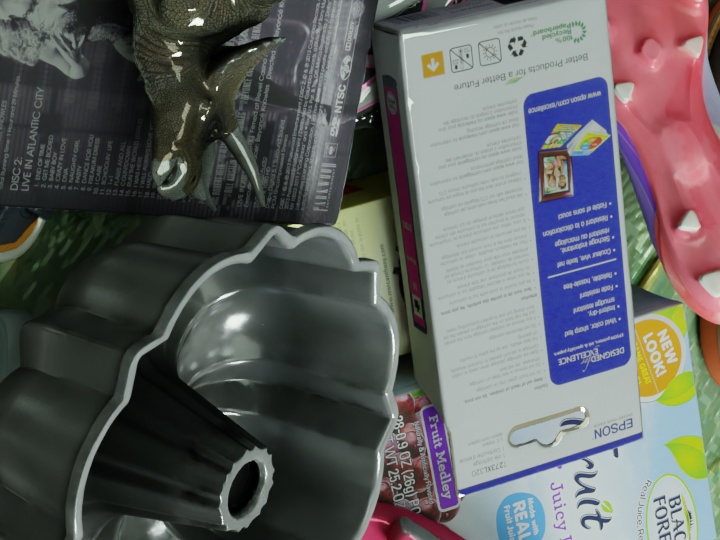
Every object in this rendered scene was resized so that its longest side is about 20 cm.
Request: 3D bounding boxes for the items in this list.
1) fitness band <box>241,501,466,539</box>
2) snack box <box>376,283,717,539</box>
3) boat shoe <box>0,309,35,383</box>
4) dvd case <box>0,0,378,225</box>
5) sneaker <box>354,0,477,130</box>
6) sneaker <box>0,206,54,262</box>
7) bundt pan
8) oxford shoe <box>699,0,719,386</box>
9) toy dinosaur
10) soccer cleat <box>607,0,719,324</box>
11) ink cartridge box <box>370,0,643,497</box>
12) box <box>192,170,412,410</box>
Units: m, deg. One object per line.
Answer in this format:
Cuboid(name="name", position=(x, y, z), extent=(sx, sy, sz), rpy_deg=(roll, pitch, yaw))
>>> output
Cuboid(name="fitness band", position=(0.017, 0.184, 0.850), extent=(0.199, 0.037, 0.144), rpy_deg=(37, 103, -10))
Cuboid(name="snack box", position=(0.078, 0.124, 0.913), extent=(0.167, 0.068, 0.202), rpy_deg=(-16, 107, -20))
Cuboid(name="boat shoe", position=(-0.122, 0.113, 0.822), extent=(0.090, 0.071, 0.202), rpy_deg=(0, 106, -26))
Cuboid(name="dvd case", position=(-0.082, -0.094, 0.740), extent=(0.198, 0.016, 0.150), rpy_deg=(2, 106, -33))
Cuboid(name="sneaker", position=(0.025, -0.103, 0.849), extent=(0.198, 0.080, 0.087), rpy_deg=(-23, 115, -7))
Cuboid(name="sneaker", position=(-0.141, -0.057, 0.773), extent=(0.199, 0.078, 0.080), rpy_deg=(-39, 113, -8))
Cuboid(name="bundt pan", position=(-0.071, 0.070, 0.742), extent=(0.201, 0.075, 0.204), rpy_deg=(-35, 134, -46))
Cuboid(name="oxford shoe", position=(0.201, -0.033, 0.937), extent=(0.071, 0.072, 0.202), rpy_deg=(-14, 105, -22))
Cuboid(name="toy dinosaur", position=(-0.040, -0.126, 0.692), extent=(0.102, 0.077, 0.201), rpy_deg=(22, 107, -46))
Cuboid(name="soccer cleat", position=(0.137, -0.071, 0.900), extent=(0.066, 0.076, 0.202), rpy_deg=(-19, 81, -5))
Cuboid(name="ink cartridge box", position=(0.064, -0.014, 0.827), extent=(0.094, 0.037, 0.202), rpy_deg=(-15, 108, -20))
Cuboid(name="box", position=(0.000, 0.000, 0.863), extent=(0.198, 0.050, 0.076), rpy_deg=(-17, 107, -20))
